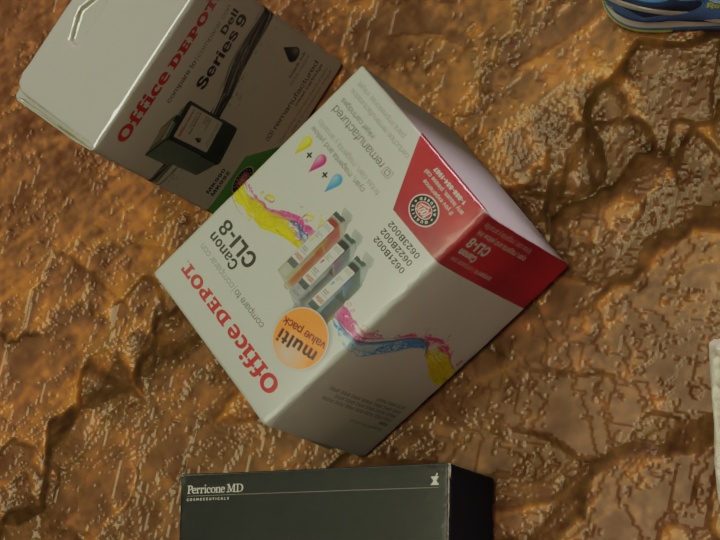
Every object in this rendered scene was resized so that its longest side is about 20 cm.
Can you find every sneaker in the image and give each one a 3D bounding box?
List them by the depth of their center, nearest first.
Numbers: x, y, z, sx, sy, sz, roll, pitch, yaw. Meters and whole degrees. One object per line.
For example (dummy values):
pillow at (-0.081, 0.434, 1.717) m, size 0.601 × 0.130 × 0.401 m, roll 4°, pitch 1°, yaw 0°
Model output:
sneaker at (0.240, -0.193, 1.313) m, size 0.200 × 0.082 × 0.074 m, roll -3°, pitch 74°, yaw 24°

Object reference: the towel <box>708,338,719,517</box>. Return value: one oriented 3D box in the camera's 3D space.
towel at (0.301, 0.090, 1.186) m, size 0.200 × 0.034 × 0.133 m, roll -7°, pitch 75°, yaw 25°

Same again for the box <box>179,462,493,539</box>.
box at (-0.018, 0.203, 1.343) m, size 0.200 × 0.079 × 0.141 m, roll -5°, pitch 78°, yaw 26°

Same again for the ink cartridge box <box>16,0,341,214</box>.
ink cartridge box at (-0.122, -0.131, 1.412) m, size 0.084 × 0.200 × 0.146 m, roll 35°, pitch 94°, yaw 29°

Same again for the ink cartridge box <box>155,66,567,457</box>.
ink cartridge box at (0.000, 0.000, 1.349) m, size 0.200 × 0.145 × 0.145 m, roll -45°, pitch 62°, yaw 11°
